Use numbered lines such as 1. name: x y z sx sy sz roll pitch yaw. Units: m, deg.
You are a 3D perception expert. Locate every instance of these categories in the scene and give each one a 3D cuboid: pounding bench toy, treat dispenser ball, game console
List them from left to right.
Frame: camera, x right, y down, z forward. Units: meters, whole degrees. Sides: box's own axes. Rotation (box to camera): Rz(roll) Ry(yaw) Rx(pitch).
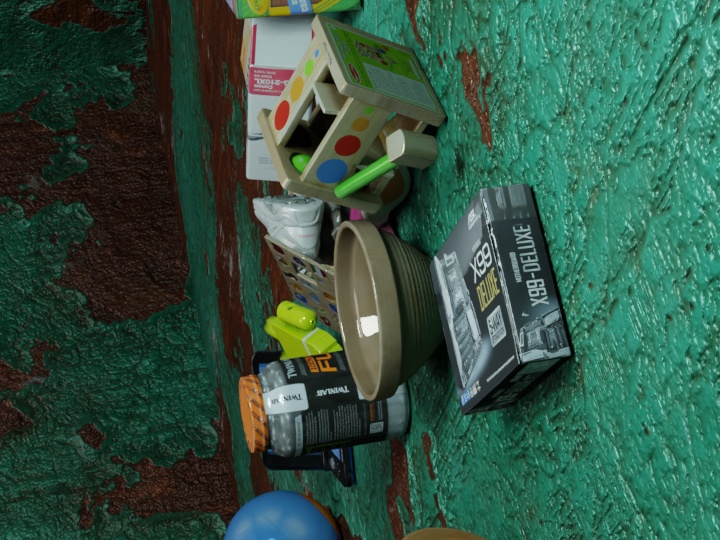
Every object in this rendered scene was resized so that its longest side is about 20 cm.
1. treat dispenser ball: -0.128 0.464 2.200 0.201 0.200 0.202 172 90 -77
2. game console: -0.091 0.231 2.084 0.171 0.118 0.201 -150 52 -74
3. pounding bench toy: -0.007 -0.130 1.378 0.156 0.124 0.201 -55 37 30

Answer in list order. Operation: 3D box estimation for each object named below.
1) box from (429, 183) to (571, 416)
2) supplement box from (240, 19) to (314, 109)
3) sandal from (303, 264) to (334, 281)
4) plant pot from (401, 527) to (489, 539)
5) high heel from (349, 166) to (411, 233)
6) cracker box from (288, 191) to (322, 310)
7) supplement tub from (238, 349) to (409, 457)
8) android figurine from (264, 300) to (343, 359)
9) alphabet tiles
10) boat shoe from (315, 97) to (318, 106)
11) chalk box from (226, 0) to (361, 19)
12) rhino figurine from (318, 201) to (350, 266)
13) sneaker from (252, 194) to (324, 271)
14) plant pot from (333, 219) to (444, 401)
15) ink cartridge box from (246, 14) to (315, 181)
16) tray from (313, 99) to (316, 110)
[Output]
1. box: 0.122 0.032 1.214 0.200 0.049 0.159 119 141 -69
2. supplement box: -0.127 -0.282 2.024 0.126 0.073 0.201 107 152 -60
3. sandal: -0.004 -0.004 1.676 0.078 0.070 0.211 41 162 -23
4. plant pot: 0.083 0.348 1.304 0.200 0.199 0.141 -122 43 -59
5. high heel: 0.014 -0.099 1.562 0.200 0.067 0.096 79 165 -57
6. cracker box: -0.059 -0.051 1.910 0.134 0.057 0.201 -139 43 -69
7. supplement tub: -0.047 0.166 1.682 0.122 0.199 0.123 172 90 -76
8. android figurine: -0.062 0.127 1.927 0.200 0.041 0.183 20 142 51
9. alphabet tiles: -0.034 0.040 1.712 0.167 0.008 0.200 29 161 25
10. boat shoe: -0.025 -0.209 1.672 0.066 0.069 0.201 -117 16 -51
11. chalk box: -0.109 -0.382 1.615 0.124 0.199 0.126 -122 27 -60
12. rhino figurine: -0.030 -0.032 1.786 0.201 0.059 0.088 99 156 -44
13. sneaker: -0.098 -0.049 1.778 0.200 0.077 0.100 -152 59 -76
14. plant pot: 0.037 0.039 1.484 0.201 0.092 0.202 172 90 -76
15. ink cartridge box: -0.104 -0.233 1.725 0.201 0.084 0.145 97 174 -49
16. tray: -0.053 -0.225 1.830 0.200 0.037 0.099 137 124 -75
